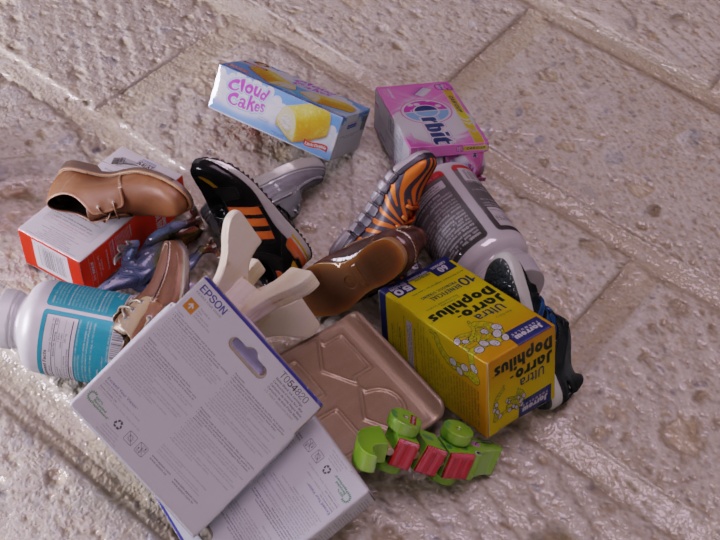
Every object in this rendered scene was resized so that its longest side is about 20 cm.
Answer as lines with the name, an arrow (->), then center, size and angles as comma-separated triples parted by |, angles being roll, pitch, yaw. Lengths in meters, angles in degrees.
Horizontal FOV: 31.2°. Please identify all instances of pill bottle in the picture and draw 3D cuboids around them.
pill bottle -> 0.146, -0.035, 1.674 | 0.113, 0.115, 0.201 | -17, 53, -22
pill bottle -> -0.325, 0.074, 1.513 | 0.197, 0.112, 0.112 | 11, 47, 2

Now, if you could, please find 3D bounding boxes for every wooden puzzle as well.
wooden puzzle -> -0.029, 0.161, 1.524 | 0.199, 0.047, 0.185 | -31, 58, -25

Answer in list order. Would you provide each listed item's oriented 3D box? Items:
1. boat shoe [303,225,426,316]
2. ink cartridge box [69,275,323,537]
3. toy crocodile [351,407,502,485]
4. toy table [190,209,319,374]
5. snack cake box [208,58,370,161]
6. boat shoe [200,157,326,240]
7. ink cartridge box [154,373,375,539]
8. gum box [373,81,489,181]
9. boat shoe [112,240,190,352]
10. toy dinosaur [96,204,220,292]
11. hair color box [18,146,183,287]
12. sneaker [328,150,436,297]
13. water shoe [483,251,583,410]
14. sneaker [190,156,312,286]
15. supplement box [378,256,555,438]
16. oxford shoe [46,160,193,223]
boat shoe -> 0.000, 0.000, 1.596 | 0.070, 0.198, 0.071 | -38, 103, -50
ink cartridge box -> -0.174, 0.143, 1.382 | 0.200, 0.041, 0.200 | -43, 99, -11
toy crocodile -> 0.076, 0.205, 1.447 | 0.198, 0.068, 0.062 | 15, 21, -31
toy table -> -0.137, 0.035, 1.514 | 0.117, 0.185, 0.199 | -44, 39, -21
snack cake box -> -0.099, -0.228, 1.815 | 0.198, 0.068, 0.115 | 24, 21, 13
boat shoe -> -0.119, -0.089, 1.727 | 0.199, 0.070, 0.072 | -26, 79, -33
ink cartridge box -> -0.115, 0.238, 1.425 | 0.199, 0.043, 0.197 | -37, 59, -5
gum box -> 0.097, -0.189, 1.806 | 0.112, 0.067, 0.201 | -6, 35, -12
boat shoe -> -0.236, 0.061, 1.420 | 0.071, 0.076, 0.203 | 15, 78, -16
toy dinosaur -> -0.263, 0.006, 1.631 | 0.180, 0.200, 0.106 | -30, 96, -5
hair color box -> -0.329, -0.067, 1.666 | 0.110, 0.064, 0.200 | 25, 51, 24
sneaker -> 0.055, -0.049, 1.647 | 0.112, 0.201, 0.077 | 46, 23, 22
water shoe -> 0.210, 0.067, 1.573 | 0.078, 0.203, 0.071 | -24, 10, -35
sneaker -> -0.150, -0.052, 1.622 | 0.200, 0.070, 0.090 | 46, 63, -22
supplement box -> 0.125, 0.086, 1.529 | 0.108, 0.111, 0.199 | -26, 39, -28
oxford shoe -> -0.298, -0.084, 1.593 | 0.197, 0.072, 0.072 | 6, 48, 23
